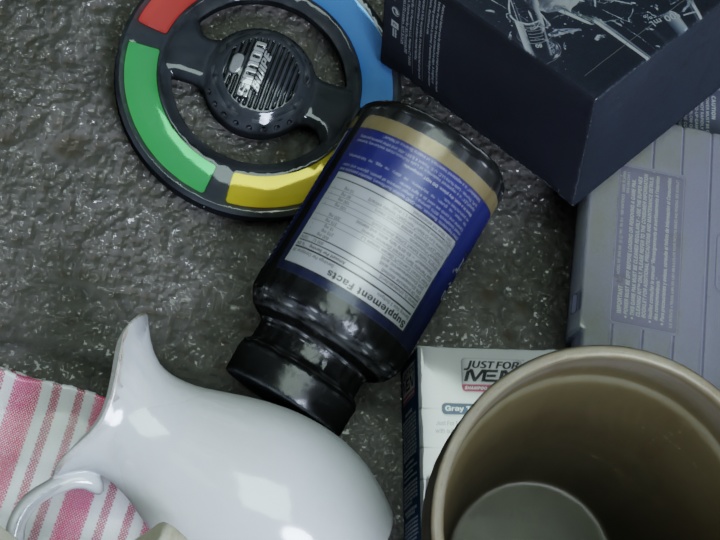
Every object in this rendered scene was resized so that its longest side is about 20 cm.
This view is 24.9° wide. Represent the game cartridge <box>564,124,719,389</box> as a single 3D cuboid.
[{"bbox_3d":[0.205,-0.006,1.092,0.129,0.038,0.201,10,64,-2],"label":"game cartridge"}]

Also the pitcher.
[{"bbox_3d":[-0.097,0.149,0.985,0.199,0.121,0.172,33,86,-6],"label":"pitcher"}]

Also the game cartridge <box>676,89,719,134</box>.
[{"bbox_3d":[0.240,-0.060,1.157,0.132,0.041,0.201,5,72,-4],"label":"game cartridge"}]

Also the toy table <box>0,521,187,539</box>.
[{"bbox_3d":[-0.178,0.226,0.914,0.184,0.199,0.117,55,24,-27],"label":"toy table"}]

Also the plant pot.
[{"bbox_3d":[0.120,0.159,0.931,0.199,0.174,0.201,3,73,-9],"label":"plant pot"}]

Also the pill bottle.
[{"bbox_3d":[0.000,0.000,1.050,0.111,0.112,0.201,31,79,1],"label":"pill bottle"}]

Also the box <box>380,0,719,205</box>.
[{"bbox_3d":[0.146,-0.176,1.099,0.182,0.104,0.200,39,60,23],"label":"box"}]

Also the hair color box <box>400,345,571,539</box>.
[{"bbox_3d":[0.080,0.153,1.050,0.099,0.061,0.201,3,73,-9],"label":"hair color box"}]

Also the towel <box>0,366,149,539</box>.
[{"bbox_3d":[-0.197,0.141,1.025,0.199,0.030,0.147,16,72,-5],"label":"towel"}]

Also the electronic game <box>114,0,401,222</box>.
[{"bbox_3d":[-0.070,-0.130,1.124,0.199,0.042,0.201,3,73,-8],"label":"electronic game"}]
